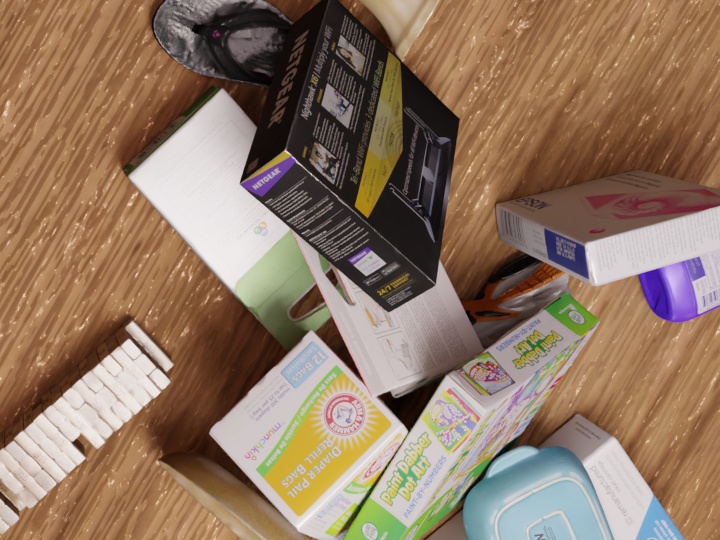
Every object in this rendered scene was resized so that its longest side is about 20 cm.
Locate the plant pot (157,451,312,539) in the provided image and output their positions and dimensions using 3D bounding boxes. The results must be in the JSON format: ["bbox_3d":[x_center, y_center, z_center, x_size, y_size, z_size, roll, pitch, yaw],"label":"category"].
[{"bbox_3d":[-0.079,0.206,1.010,0.200,0.200,0.028,44,74,-17],"label":"plant pot"}]

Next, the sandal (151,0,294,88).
[{"bbox_3d":[-0.070,-0.178,1.026,0.199,0.048,0.076,19,94,-17],"label":"sandal"}]

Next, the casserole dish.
[{"bbox_3d":[0.166,0.247,1.075,0.120,0.039,0.202,-25,101,-10],"label":"casserole dish"}]

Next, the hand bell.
[{"bbox_3d":[-0.023,-0.267,1.017,0.199,0.104,0.105,33,90,-6],"label":"hand bell"}]

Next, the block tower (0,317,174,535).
[{"bbox_3d":[-0.241,0.128,1.025,0.200,0.058,0.054,-43,107,-6],"label":"block tower"}]

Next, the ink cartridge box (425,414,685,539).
[{"bbox_3d":[0.175,0.255,1.142,0.199,0.084,0.146,-38,106,-6],"label":"ink cartridge box"}]

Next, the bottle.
[{"bbox_3d":[0.351,-0.024,1.154,0.198,0.065,0.084,-24,105,-10],"label":"bottle"}]

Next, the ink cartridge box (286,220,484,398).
[{"bbox_3d":[0.000,0.000,0.977,0.045,0.176,0.202,-32,79,33],"label":"ink cartridge box"}]

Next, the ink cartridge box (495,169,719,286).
[{"bbox_3d":[0.238,-0.048,1.052,0.198,0.196,0.044,-16,104,-12],"label":"ink cartridge box"}]

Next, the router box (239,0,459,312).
[{"bbox_3d":[-0.001,-0.092,0.959,0.052,0.201,0.157,-31,121,34],"label":"router box"}]

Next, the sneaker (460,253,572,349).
[{"bbox_3d":[0.105,0.069,1.103,0.198,0.076,0.093,-26,116,-4],"label":"sneaker"}]

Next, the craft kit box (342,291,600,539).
[{"bbox_3d":[0.089,0.128,1.013,0.048,0.197,0.201,42,127,19],"label":"craft kit box"}]

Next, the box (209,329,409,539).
[{"bbox_3d":[-0.027,0.139,0.998,0.112,0.200,0.101,-44,73,-5],"label":"box"}]

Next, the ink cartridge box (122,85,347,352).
[{"bbox_3d":[-0.090,-0.041,1.036,0.104,0.059,0.200,-43,107,-6],"label":"ink cartridge box"}]
